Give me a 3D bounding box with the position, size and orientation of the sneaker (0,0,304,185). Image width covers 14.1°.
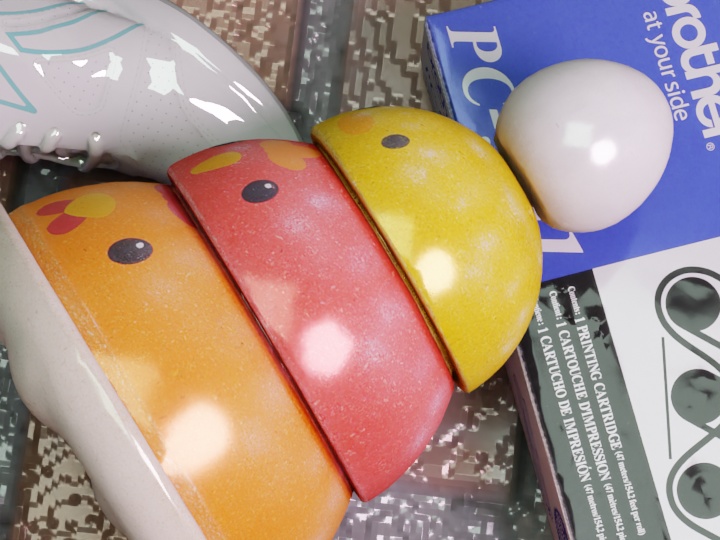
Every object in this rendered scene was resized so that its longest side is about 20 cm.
[{"bbox_3d":[-0.106,-0.060,0.874,0.200,0.070,0.080,32,70,-6],"label":"sneaker"}]

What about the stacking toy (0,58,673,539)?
[{"bbox_3d":[0.000,0.000,0.829,0.200,0.146,0.146,-32,77,-6],"label":"stacking toy"}]

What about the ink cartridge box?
[{"bbox_3d":[0.088,0.010,0.880,0.094,0.044,0.201,-14,75,-5],"label":"ink cartridge box"}]
